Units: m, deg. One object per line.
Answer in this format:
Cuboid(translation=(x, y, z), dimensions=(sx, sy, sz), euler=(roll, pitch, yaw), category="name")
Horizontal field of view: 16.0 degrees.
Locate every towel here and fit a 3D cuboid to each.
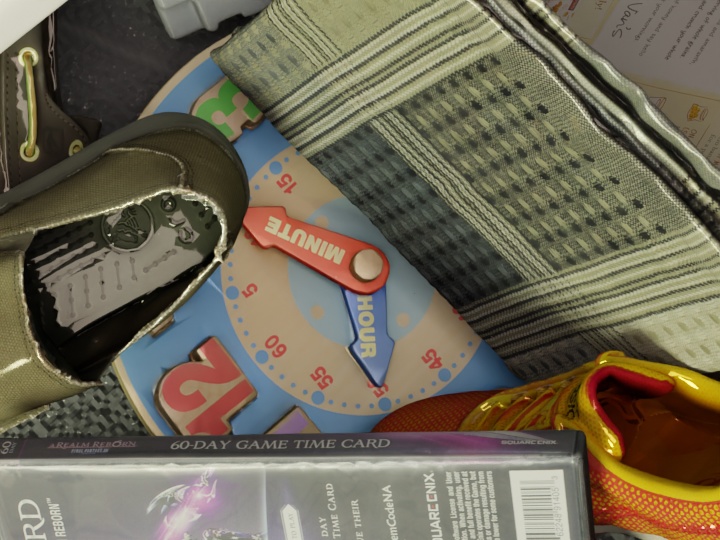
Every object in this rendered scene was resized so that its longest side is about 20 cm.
Cuboid(translation=(0.050, -0.034, 0.846), dimensions=(0.193, 0.200, 0.035), euler=(45, 70, -9), category="towel")

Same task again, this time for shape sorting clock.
Cuboid(translation=(0.000, 0.000, 0.951), dimensions=(0.199, 0.039, 0.201), euler=(1, 85, -11), category="shape sorting clock")

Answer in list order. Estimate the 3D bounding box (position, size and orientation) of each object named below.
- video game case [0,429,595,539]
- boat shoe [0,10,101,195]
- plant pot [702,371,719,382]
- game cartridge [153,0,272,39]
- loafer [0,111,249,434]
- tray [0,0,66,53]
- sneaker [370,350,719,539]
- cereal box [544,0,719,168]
Cuboid(translation=(-0.019, 0.116, 0.856), dimensions=(0.199, 0.019, 0.144), euler=(-1, 123, 12), category="video game case")
Cuboid(translation=(-0.126, -0.052, 0.939), dimensions=(0.060, 0.072, 0.203), euler=(-11, 88, 1), category="boat shoe")
Cuboid(translation=(0.183, 0.053, 0.916), dimensions=(0.186, 0.187, 0.201), euler=(-31, 77, -3), category="plant pot")
Cuboid(translation=(-0.003, -0.180, 0.933), dimensions=(0.199, 0.042, 0.134), euler=(-23, 119, -2), category="game cartridge")
Cuboid(translation=(-0.124, 0.015, 0.872), dimensions=(0.200, 0.070, 0.075), euler=(-36, 108, -2), category="loafer")
Cuboid(translation=(-0.183, -0.150, 0.922), dimensions=(0.107, 0.022, 0.200), euler=(-39, 67, -2), category="tray")
Cuboid(translation=(0.077, 0.055, 0.859), dimensions=(0.073, 0.199, 0.077), euler=(-54, 127, -33), category="sneaker")
Cuboid(translation=(0.126, -0.066, 0.891), dimensions=(0.144, 0.199, 0.040), euler=(-55, 137, -18), category="cereal box")
